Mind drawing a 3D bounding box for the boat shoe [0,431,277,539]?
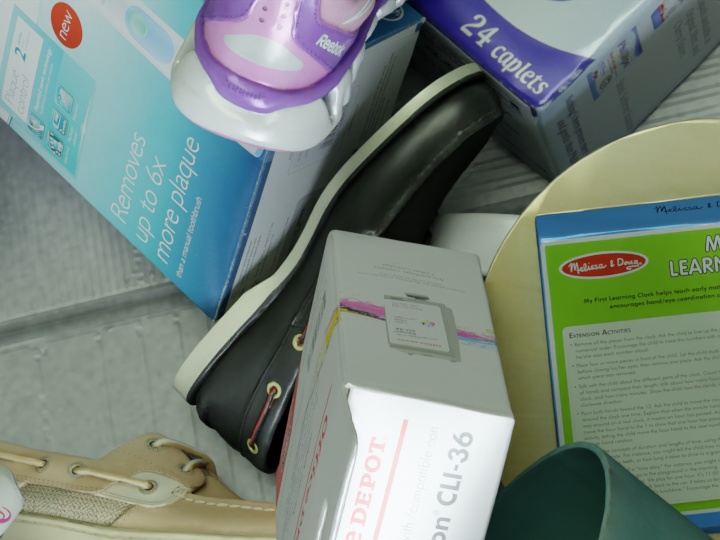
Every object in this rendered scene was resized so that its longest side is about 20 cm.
[{"bbox_3d":[-0.091,0.100,1.236,0.200,0.071,0.065,3,71,15],"label":"boat shoe"}]

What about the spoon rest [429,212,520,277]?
[{"bbox_3d":[0.114,0.010,1.230,0.200,0.061,0.099,10,73,17],"label":"spoon rest"}]

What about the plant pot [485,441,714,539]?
[{"bbox_3d":[0.099,0.192,1.094,0.161,0.201,0.201,33,78,-11],"label":"plant pot"}]

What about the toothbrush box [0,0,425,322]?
[{"bbox_3d":[-0.084,-0.102,1.261,0.085,0.146,0.200,-27,61,-38],"label":"toothbrush box"}]

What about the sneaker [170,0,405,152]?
[{"bbox_3d":[-0.013,-0.139,1.152,0.080,0.089,0.200,18,44,3],"label":"sneaker"}]

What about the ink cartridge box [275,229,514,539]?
[{"bbox_3d":[0.010,0.076,1.107,0.067,0.200,0.117,11,112,-6],"label":"ink cartridge box"}]

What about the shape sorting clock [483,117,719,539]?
[{"bbox_3d":[0.145,0.038,1.179,0.200,0.039,0.200,0,96,1],"label":"shape sorting clock"}]

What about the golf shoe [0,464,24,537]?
[{"bbox_3d":[-0.209,0.101,1.234,0.088,0.077,0.200,-37,29,-18],"label":"golf shoe"}]

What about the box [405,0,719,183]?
[{"bbox_3d":[0.089,-0.172,1.280,0.184,0.105,0.200,41,82,22],"label":"box"}]

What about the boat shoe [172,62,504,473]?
[{"bbox_3d":[0.001,0.000,1.226,0.063,0.074,0.201,44,112,17],"label":"boat shoe"}]
